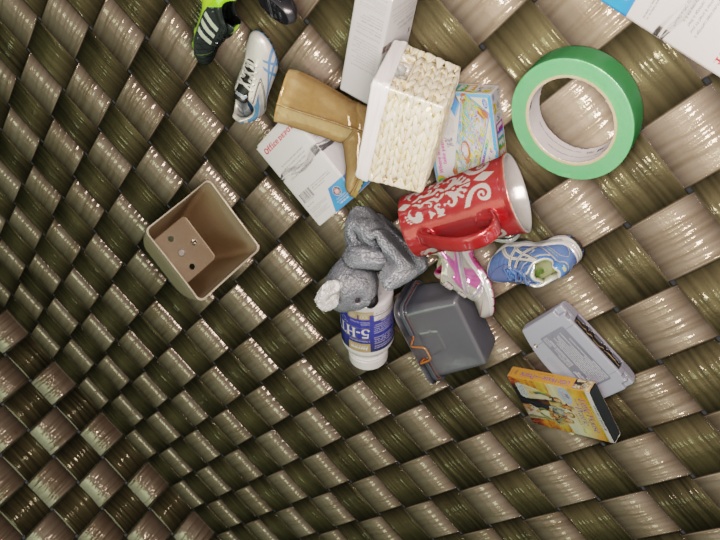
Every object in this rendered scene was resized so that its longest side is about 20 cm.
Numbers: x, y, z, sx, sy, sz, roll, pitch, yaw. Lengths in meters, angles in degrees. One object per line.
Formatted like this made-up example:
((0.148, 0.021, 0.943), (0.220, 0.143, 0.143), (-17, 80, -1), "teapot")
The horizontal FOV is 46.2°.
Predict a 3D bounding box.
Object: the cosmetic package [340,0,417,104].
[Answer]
((0.032, -0.386, 1.384), (0.073, 0.102, 0.202), (30, 140, 17), "cosmetic package")

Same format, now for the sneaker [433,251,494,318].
((0.187, 0.005, 1.586), (0.087, 0.081, 0.203), (-27, 102, 6), "sneaker")

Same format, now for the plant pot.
((-0.392, -0.055, 1.975), (0.201, 0.200, 0.176), (53, 151, -11), "plant pot")

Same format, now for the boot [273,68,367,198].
((-0.065, -0.248, 1.540), (0.196, 0.066, 0.178), (20, 99, 0), "boot")

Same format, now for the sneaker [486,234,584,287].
((0.298, -0.011, 1.503), (0.198, 0.077, 0.076), (-18, 114, 49), "sneaker")

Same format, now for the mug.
((0.163, -0.099, 1.390), (0.197, 0.177, 0.136), (-16, 91, 26), "mug")

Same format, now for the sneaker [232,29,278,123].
((-0.207, -0.367, 1.626), (0.071, 0.072, 0.202), (33, 138, 15), "sneaker")

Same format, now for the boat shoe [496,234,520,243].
((0.189, -0.100, 1.502), (0.196, 0.077, 0.060), (6, 161, 16), "boat shoe")

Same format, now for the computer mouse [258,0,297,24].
((-0.186, -0.509, 1.522), (0.199, 0.034, 0.059), (39, 166, 14), "computer mouse")

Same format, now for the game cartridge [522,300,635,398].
((0.405, 0.158, 1.592), (0.200, 0.041, 0.133), (47, 137, -3), "game cartridge")

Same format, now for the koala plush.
((0.000, 0.000, 1.647), (0.184, 0.177, 0.200), (45, 107, 7), "koala plush")

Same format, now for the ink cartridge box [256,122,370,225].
((-0.087, -0.213, 1.648), (0.201, 0.084, 0.145), (50, 140, -6), "ink cartridge box")

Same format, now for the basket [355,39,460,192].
((0.077, -0.244, 1.374), (0.121, 0.137, 0.202), (19, 138, 6), "basket")

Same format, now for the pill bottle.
((0.015, 0.113, 1.819), (0.118, 0.120, 0.203), (20, 135, 25), "pill bottle")

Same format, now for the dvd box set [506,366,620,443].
((0.396, 0.262, 1.654), (0.198, 0.029, 0.148), (6, 136, 50), "dvd box set")

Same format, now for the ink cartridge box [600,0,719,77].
((0.430, -0.367, 1.072), (0.198, 0.084, 0.147), (36, 140, 9), "ink cartridge box")

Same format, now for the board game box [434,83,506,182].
((0.183, -0.221, 1.450), (0.132, 0.034, 0.203), (12, 131, 33), "board game box")

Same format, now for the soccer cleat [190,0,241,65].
((-0.272, -0.460, 1.602), (0.080, 0.068, 0.201), (31, 142, 5), "soccer cleat")

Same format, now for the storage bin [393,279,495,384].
((0.173, 0.117, 1.685), (0.132, 0.146, 0.202), (-14, 115, 35), "storage bin")

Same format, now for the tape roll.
((0.331, -0.240, 1.298), (0.197, 0.048, 0.203), (23, 135, 24), "tape roll")
